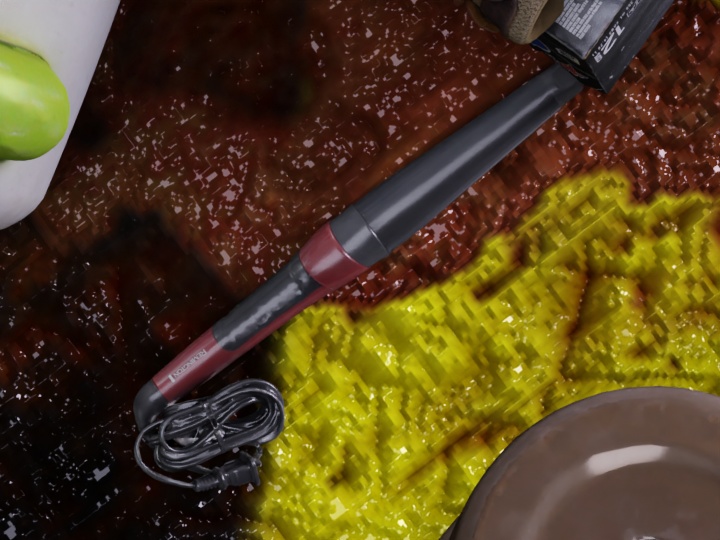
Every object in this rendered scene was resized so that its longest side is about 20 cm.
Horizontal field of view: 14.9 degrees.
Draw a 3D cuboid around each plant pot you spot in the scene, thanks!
[{"bbox_3d":[0.094,0.118,0.828,0.199,0.175,0.202,-3,63,7],"label":"plant pot"}]

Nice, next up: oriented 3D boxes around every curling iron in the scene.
[{"bbox_3d":[0.000,0.000,0.941,0.200,0.026,0.050,-45,109,-1],"label":"curling iron"}]

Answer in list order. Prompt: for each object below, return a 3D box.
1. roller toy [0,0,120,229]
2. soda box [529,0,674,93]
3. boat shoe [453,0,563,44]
[{"bbox_3d":[-0.168,-0.107,0.869,0.199,0.182,0.141,22,93,1],"label":"roller toy"},{"bbox_3d":[0.110,-0.160,0.902,0.063,0.071,0.200,36,92,13],"label":"soda box"},{"bbox_3d":[0.049,-0.105,0.838,0.198,0.072,0.073,3,82,9],"label":"boat shoe"}]
